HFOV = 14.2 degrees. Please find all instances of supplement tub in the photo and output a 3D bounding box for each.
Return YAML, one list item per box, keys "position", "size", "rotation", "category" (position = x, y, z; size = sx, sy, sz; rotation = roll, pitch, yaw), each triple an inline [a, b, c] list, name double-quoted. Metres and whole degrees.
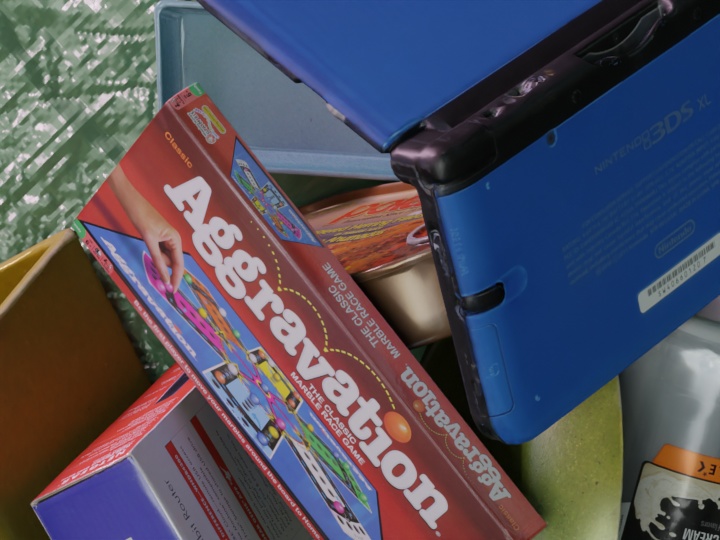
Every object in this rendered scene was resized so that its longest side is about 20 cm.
- position: [0.122, 0.098, 1.119]
  size: [0.122, 0.123, 0.201]
  rotation: [17, 111, 11]
  category: "supplement tub"

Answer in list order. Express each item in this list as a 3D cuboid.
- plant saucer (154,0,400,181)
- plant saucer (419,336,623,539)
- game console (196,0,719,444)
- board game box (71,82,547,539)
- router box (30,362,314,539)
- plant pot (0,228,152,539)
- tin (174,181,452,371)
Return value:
- position: [0.014, -0.071, 1.158]
  size: [0.199, 0.019, 0.070]
  rotation: [4, 107, 16]
  category: "plant saucer"
- position: [0.048, 0.089, 1.103]
  size: [0.031, 0.200, 0.201]
  rotation: [7, 111, -16]
  category: "plant saucer"
- position: [0.059, -0.064, 1.031]
  size: [0.118, 0.200, 0.171]
  rotation: [14, 128, 44]
  category: "game console"
- position: [-0.023, 0.036, 1.049]
  size: [0.200, 0.019, 0.103]
  rotation: [52, 143, 5]
  category: "board game box"
- position: [-0.032, 0.136, 1.145]
  size: [0.049, 0.179, 0.201]
  rotation: [-27, 96, 21]
  category: "router box"
- position: [-0.166, 0.139, 1.186]
  size: [0.194, 0.196, 0.200]
  rotation: [-28, 103, 22]
  category: "plant pot"
- position: [0.000, 0.000, 1.107]
  size: [0.200, 0.112, 0.042]
  rotation: [-8, 113, 52]
  category: "tin"
